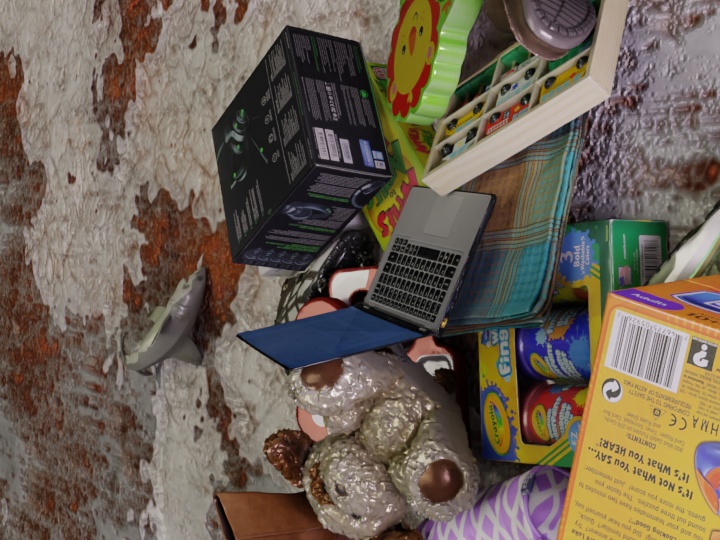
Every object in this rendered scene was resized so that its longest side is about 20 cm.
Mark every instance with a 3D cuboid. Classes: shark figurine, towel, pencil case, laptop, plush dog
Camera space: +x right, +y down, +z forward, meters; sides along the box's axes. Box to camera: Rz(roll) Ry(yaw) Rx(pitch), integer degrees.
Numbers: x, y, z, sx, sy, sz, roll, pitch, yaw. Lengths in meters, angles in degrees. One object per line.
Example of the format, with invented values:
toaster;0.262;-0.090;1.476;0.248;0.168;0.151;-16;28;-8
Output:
shark figurine;-0.259;0.106;1.674;0.214;0.089;0.128;-45;21;35
towel;0.123;-0.043;1.071;0.146;0.022;0.201;-11;59;52
pencil case;0.124;0.239;1.124;0.200;0.084;0.086;-40;27;51
laptop;0.000;0.000;1.105;0.201;0.116;0.187;-67;20;-2
plush dog;0.012;0.169;1.154;0.200;0.160;0.172;41;111;11

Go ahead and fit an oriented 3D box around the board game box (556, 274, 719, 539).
board game box;0.270;0.128;0.792;0.199;0.199;0.201;20;107;39

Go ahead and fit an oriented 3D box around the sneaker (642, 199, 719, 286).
sneaker;0.294;-0.017;0.926;0.089;0.077;0.200;42;128;8

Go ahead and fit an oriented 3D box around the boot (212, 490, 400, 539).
boot;-0.067;0.231;1.293;0.068;0.199;0.189;-34;63;49

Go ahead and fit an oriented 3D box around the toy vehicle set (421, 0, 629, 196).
toy vehicle set;0.141;-0.155;1.082;0.200;0.026;0.125;-30;32;44

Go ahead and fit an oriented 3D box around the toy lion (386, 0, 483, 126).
toy lion;0.071;-0.239;1.162;0.200;0.068;0.193;135;140;-63

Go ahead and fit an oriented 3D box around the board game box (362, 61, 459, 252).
board game box;0.036;-0.107;1.281;0.102;0.047;0.200;-55;48;38

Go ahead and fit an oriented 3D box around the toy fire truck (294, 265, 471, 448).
toy fire truck;0.032;0.095;1.256;0.167;0.112;0.201;-5;84;28

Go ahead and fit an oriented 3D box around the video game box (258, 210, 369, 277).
video game box;-0.071;-0.114;1.434;0.182;0.047;0.201;-29;67;48

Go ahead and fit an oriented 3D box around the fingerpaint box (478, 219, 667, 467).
fingerpaint box;0.177;0.063;1.061;0.167;0.073;0.201;-5;85;55

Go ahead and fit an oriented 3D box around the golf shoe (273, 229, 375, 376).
golf shoe;-0.052;0.023;1.380;0.095;0.077;0.200;56;131;38

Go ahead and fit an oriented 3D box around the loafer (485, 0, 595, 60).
loafer;0.147;-0.222;1.059;0.071;0.073;0.200;-54;16;30

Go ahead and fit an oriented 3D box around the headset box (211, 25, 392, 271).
headset box;-0.070;-0.118;1.297;0.200;0.092;0.175;-45;48;44
